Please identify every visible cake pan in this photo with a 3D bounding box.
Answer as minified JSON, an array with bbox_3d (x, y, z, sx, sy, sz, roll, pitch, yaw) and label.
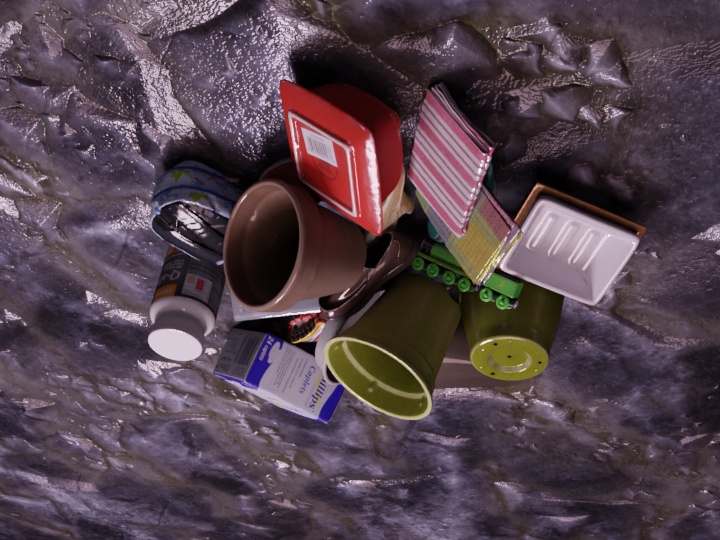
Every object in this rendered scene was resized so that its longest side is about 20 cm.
[{"bbox_3d":[-0.008,0.106,1.697,0.037,0.200,0.201,34,149,25],"label":"cake pan"}]

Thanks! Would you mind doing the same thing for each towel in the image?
[{"bbox_3d":[0.131,-0.158,1.424,0.030,0.147,0.201,-22,150,-23],"label":"towel"},{"bbox_3d":[0.159,-0.089,1.475,0.023,0.201,0.144,-16,150,-33],"label":"towel"}]

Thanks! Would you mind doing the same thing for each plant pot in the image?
[{"bbox_3d":[0.252,0.071,1.628,0.199,0.194,0.201,5,141,4],"label":"plant pot"},{"bbox_3d":[-0.088,-0.033,1.503,0.174,0.202,0.200,6,151,-43],"label":"plant pot"},{"bbox_3d":[0.071,0.112,1.610,0.199,0.185,0.201,25,148,17],"label":"plant pot"}]

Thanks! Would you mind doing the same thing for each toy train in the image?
[{"bbox_3d":[0.170,0.004,1.561,0.199,0.057,0.042,26,-168,27],"label":"toy train"}]

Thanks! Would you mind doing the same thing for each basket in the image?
[{"bbox_3d":[0.211,0.147,1.783,0.198,0.136,0.181,6,123,-3],"label":"basket"}]

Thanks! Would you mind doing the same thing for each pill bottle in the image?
[{"bbox_3d":[-0.303,0.049,1.701,0.115,0.201,0.117,5,141,4],"label":"pill bottle"}]

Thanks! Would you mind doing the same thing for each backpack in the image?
[{"bbox_3d":[-0.249,-0.087,1.586,0.199,0.155,0.163,12,152,-40],"label":"backpack"}]

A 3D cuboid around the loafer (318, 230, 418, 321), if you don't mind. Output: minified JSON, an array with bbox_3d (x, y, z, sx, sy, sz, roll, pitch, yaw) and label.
[{"bbox_3d":[0.000,0.000,1.586,0.200,0.073,0.071,-42,132,10],"label":"loafer"}]

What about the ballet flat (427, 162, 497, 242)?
[{"bbox_3d":[0.174,-0.115,1.527,0.070,0.068,0.200,-2,148,-27],"label":"ballet flat"}]

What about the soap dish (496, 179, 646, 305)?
[{"bbox_3d":[0.321,-0.047,1.528,0.199,0.081,0.158,21,119,-14],"label":"soap dish"}]

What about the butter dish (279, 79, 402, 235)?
[{"bbox_3d":[-0.004,-0.188,1.405,0.200,0.148,0.200,35,149,34],"label":"butter dish"}]

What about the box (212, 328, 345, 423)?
[{"bbox_3d":[-0.156,0.202,1.885,0.199,0.106,0.184,30,167,-25],"label":"box"}]

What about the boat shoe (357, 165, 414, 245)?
[{"bbox_3d":[0.050,-0.111,1.553,0.076,0.072,0.200,1,151,-13],"label":"boat shoe"}]

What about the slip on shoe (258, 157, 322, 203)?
[{"bbox_3d":[-0.076,-0.138,1.532,0.199,0.062,0.074,-1,143,25],"label":"slip on shoe"}]

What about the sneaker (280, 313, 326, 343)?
[{"bbox_3d":[-0.052,0.079,1.807,0.199,0.078,0.082,-22,160,26],"label":"sneaker"}]

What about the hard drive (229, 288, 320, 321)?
[{"bbox_3d":[-0.134,0.008,1.685,0.199,0.141,0.033,-7,-177,19],"label":"hard drive"}]

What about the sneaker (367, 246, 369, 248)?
[{"bbox_3d":[-0.039,0.023,1.712,0.199,0.082,0.077,-26,130,36],"label":"sneaker"}]
